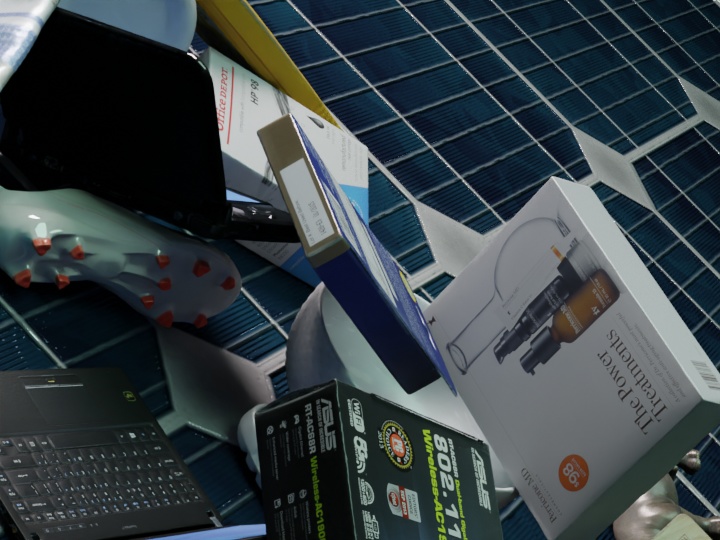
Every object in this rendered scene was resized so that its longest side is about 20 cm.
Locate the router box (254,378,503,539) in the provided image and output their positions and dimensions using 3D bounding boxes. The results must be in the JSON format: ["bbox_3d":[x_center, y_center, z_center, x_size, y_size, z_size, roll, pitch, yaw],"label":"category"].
[{"bbox_3d":[0.020,0.175,1.152,0.150,0.062,0.201,26,49,-49],"label":"router box"}]

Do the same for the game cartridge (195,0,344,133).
[{"bbox_3d":[-0.108,-0.194,1.693,0.176,0.032,0.200,43,-8,48],"label":"game cartridge"}]

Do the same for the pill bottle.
[{"bbox_3d":[-0.190,-0.202,1.553,0.114,0.115,0.200,33,5,-20],"label":"pill bottle"}]

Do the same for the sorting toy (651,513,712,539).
[{"bbox_3d":[0.214,0.295,1.387,0.199,0.070,0.200,46,46,12],"label":"sorting toy"}]

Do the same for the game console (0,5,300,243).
[{"bbox_3d":[-0.140,-0.102,1.415,0.199,0.117,0.175,22,11,31],"label":"game console"}]

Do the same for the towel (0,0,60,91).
[{"bbox_3d":[-0.269,-0.160,1.340,0.146,0.024,0.201,6,45,18],"label":"towel"}]

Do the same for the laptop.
[{"bbox_3d":[-0.119,0.104,1.212,0.200,0.103,0.177,53,25,22],"label":"laptop"}]

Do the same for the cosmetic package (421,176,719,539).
[{"bbox_3d":[0.141,0.061,1.427,0.052,0.151,0.201,10,40,-48],"label":"cosmetic package"}]

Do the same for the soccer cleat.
[{"bbox_3d":[-0.162,-0.016,1.397,0.199,0.069,0.078,15,32,-42],"label":"soccer cleat"}]

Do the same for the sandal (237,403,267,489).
[{"bbox_3d":[-0.008,0.162,1.353,0.203,0.050,0.082,51,27,14],"label":"sandal"}]

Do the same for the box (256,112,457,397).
[{"bbox_3d":[0.000,0.000,1.395,0.200,0.032,0.122,53,10,-47],"label":"box"}]

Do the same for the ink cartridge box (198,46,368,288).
[{"bbox_3d":[-0.089,-0.087,1.607,0.199,0.067,0.116,31,36,-26],"label":"ink cartridge box"}]

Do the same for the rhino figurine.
[{"bbox_3d":[0.235,0.202,1.652,0.087,0.060,0.201,10,36,-19],"label":"rhino figurine"}]

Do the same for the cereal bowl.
[{"bbox_3d":[0.024,0.100,1.467,0.200,0.083,0.200,35,24,-18],"label":"cereal bowl"}]
